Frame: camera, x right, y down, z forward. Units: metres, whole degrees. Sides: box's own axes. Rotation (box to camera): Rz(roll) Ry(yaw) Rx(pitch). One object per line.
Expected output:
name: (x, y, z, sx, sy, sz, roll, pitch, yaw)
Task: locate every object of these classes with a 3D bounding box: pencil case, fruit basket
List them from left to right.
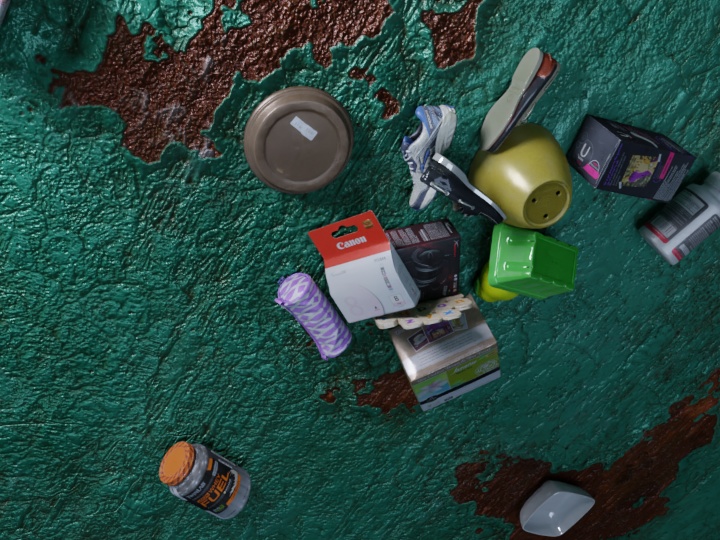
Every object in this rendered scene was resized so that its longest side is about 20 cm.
pencil case: (-0.093, 0.094, 1.306, 0.086, 0.083, 0.201, -53, 129, -21)
fruit basket: (0.329, -0.008, 1.353, 0.213, 0.215, 0.158, 12, 83, -24)

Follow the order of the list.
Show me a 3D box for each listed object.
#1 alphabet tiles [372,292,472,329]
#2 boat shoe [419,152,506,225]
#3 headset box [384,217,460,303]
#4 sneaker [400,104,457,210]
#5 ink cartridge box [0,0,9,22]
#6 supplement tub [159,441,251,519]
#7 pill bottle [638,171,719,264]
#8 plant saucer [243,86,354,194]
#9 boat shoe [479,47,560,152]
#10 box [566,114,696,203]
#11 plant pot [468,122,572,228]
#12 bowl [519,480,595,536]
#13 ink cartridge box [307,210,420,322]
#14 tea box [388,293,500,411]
alphabet tiles: (0.123, 0.080, 1.301, 0.197, 0.196, 0.015, -12, 105, -9)
boat shoe: (0.186, -0.134, 1.158, 0.199, 0.076, 0.061, 35, 98, -26)
headset box: (0.099, -0.009, 1.301, 0.197, 0.078, 0.150, -12, 127, -11)
sneaker: (0.110, -0.211, 1.175, 0.084, 0.077, 0.202, 8, 114, -11)
ink cartridge box: (-0.524, -0.402, 0.822, 0.144, 0.088, 0.201, 23, 117, -30)
supplement tub: (-0.358, 0.482, 1.473, 0.122, 0.123, 0.200, -38, 127, 11)
pill bottle: (0.727, -0.118, 1.401, 0.110, 0.111, 0.200, 35, 109, -34)
plant saucer: (-0.105, -0.221, 1.118, 0.197, 0.030, 0.202, -8, 125, -11)
boat shoe: (0.289, -0.301, 1.163, 0.062, 0.071, 0.201, 17, 113, -30)
box: (0.531, -0.219, 1.260, 0.198, 0.123, 0.107, 8, 123, -22)
plant pot: (0.324, -0.161, 1.224, 0.197, 0.143, 0.202, -8, 126, -11)
bowl: (0.600, 0.731, 1.982, 0.198, 0.075, 0.201, 21, 115, -30)
ink cartridge box: (0.000, 0.000, 1.223, 0.161, 0.057, 0.201, -16, 123, 32)
tea box: (0.188, 0.184, 1.398, 0.198, 0.135, 0.197, -25, 146, 1)
